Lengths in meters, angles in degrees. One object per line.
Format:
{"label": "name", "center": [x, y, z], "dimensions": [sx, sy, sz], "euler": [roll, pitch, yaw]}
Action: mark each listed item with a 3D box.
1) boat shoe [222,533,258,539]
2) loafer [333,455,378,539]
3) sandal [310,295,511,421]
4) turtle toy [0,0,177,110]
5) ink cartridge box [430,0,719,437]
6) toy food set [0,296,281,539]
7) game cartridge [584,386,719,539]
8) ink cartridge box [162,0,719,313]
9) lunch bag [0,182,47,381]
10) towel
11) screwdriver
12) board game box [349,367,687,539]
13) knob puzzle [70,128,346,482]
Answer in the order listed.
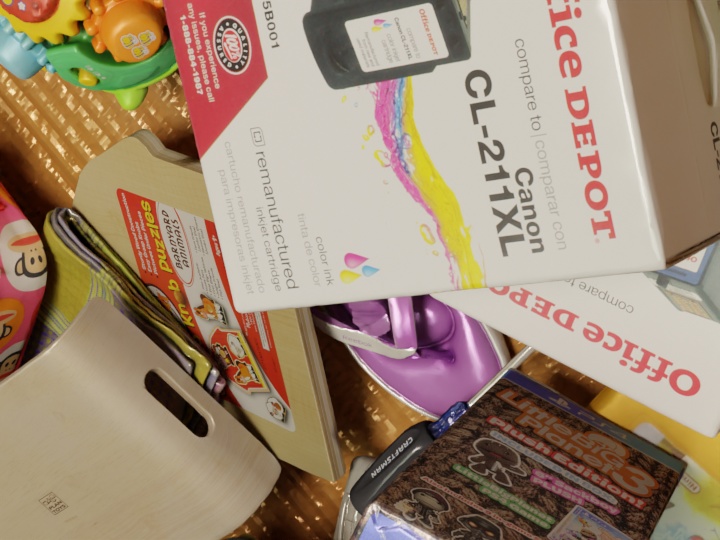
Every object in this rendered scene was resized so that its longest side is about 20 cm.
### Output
{"label": "boat shoe", "center": [-0.062, 0.180, 0.849], "dimensions": [0.072, 0.202, 0.060], "euler": [33, 82, 1]}
{"label": "loafer", "center": [0.001, 0.192, 0.866], "dimensions": [0.070, 0.070, 0.200], "euler": [27, 115, 24]}
{"label": "sandal", "center": [-0.005, 0.004, 0.793], "dimensions": [0.203, 0.050, 0.082], "euler": [51, 127, 2]}
{"label": "turtle toy", "center": [-0.144, -0.174, 0.766], "dimensions": [0.146, 0.101, 0.200], "euler": [-5, 108, 32]}
{"label": "ink cartridge box", "center": [0.133, -0.053, 0.657], "dimensions": [0.145, 0.088, 0.200], "euler": [28, 120, 17]}
{"label": "toy food set", "center": [-0.162, 0.110, 0.868], "dimensions": [0.200, 0.060, 0.144], "euler": [-34, 111, 29]}
{"label": "game cartridge", "center": [0.143, 0.162, 0.759], "dimensions": [0.176, 0.032, 0.200], "euler": [42, 111, 9]}
{"label": "ink cartridge box", "center": [0.034, -0.069, 0.607], "dimensions": [0.200, 0.083, 0.146], "euler": [-7, 99, 37]}
{"label": "lunch bag", "center": [-0.266, -0.027, 0.902], "dimensions": [0.200, 0.082, 0.176], "euler": [46, 129, 21]}
{"label": "towel", "center": [-0.155, 0.069, 0.907], "dimensions": [0.144, 0.023, 0.200], "euler": [44, 136, 15]}
{"label": "screwdriver", "center": [0.065, 0.058, 0.764], "dimensions": [0.028, 0.029, 0.200], "euler": [41, 115, -8]}
{"label": "board game box", "center": [0.048, 0.154, 0.671], "dimensions": [0.097, 0.200, 0.159], "euler": [29, 109, 13]}
{"label": "knob puzzle", "center": [-0.089, 0.009, 0.845], "dimensions": [0.220, 0.030, 0.220], "euler": [31, 140, 31]}
